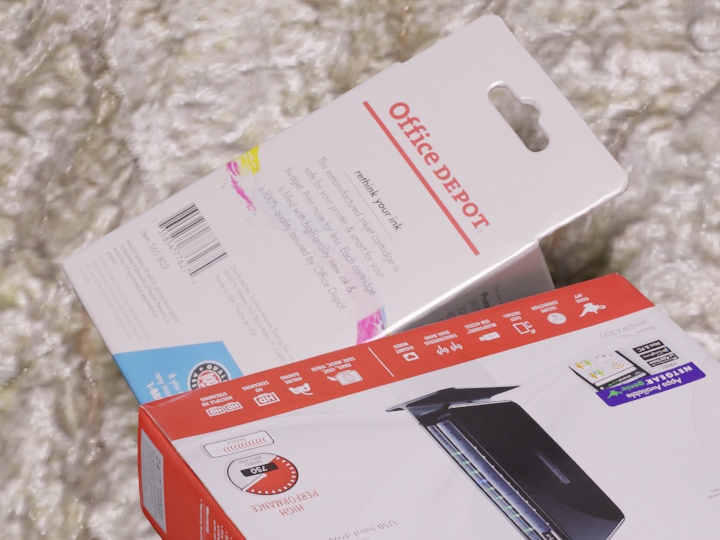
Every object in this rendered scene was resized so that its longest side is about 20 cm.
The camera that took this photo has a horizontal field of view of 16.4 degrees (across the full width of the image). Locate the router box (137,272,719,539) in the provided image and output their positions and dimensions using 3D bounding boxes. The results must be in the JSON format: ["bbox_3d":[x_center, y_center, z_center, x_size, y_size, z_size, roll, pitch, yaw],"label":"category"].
[{"bbox_3d":[0.052,0.086,0.839,0.200,0.049,0.179,-15,36,-26],"label":"router box"}]

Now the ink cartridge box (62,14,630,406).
[{"bbox_3d":[0.000,0.000,0.971,0.200,0.068,0.115,-31,53,-4],"label":"ink cartridge box"}]
